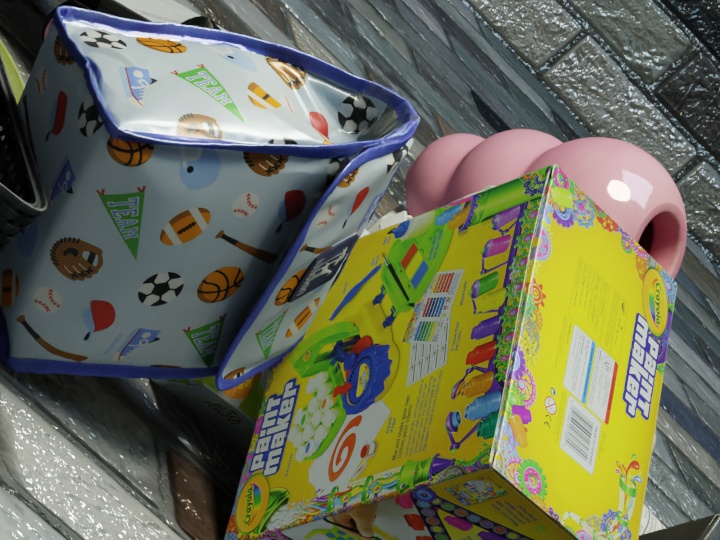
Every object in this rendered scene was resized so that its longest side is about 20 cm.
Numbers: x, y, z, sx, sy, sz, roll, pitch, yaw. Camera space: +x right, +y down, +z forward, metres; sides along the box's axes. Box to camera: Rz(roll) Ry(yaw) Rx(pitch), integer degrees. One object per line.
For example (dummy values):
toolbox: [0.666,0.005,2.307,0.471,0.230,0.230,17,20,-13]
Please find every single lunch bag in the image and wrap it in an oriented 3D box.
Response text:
lunch bag: [-0.082,-0.030,1.415,0.200,0.170,0.124,5,40,-33]

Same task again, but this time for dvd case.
dvd case: [-0.165,-0.185,1.832,0.200,0.018,0.143,32,11,31]

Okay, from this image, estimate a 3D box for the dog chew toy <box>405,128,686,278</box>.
dog chew toy: [0.113,-0.037,1.783,0.200,0.125,0.124,19,-9,37]

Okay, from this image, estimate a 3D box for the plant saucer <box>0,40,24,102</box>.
plant saucer: [-0.275,-0.153,1.593,0.200,0.031,0.200,47,12,-13]

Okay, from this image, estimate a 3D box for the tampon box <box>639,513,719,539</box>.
tampon box: [0.211,0.268,1.641,0.200,0.126,0.150,46,-29,-9]

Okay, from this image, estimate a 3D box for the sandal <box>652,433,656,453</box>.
sandal: [0.156,0.085,1.723,0.200,0.054,0.081,24,63,-60]

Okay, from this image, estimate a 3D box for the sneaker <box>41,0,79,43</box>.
sneaker: [-0.137,-0.103,1.832,0.200,0.070,0.082,39,8,-6]

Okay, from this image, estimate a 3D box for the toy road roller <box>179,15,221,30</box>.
toy road roller: [-0.120,-0.045,1.673,0.123,0.146,0.200,41,52,-34]

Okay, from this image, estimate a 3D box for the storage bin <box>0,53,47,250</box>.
storage bin: [-0.245,-0.082,1.339,0.135,0.094,0.200,40,16,-35]

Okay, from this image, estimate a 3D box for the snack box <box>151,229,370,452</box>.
snack box: [-0.016,0.055,1.616,0.053,0.142,0.200,0,-32,47]

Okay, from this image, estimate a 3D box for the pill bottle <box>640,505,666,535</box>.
pill bottle: [0.151,0.202,1.792,0.200,0.120,0.120,47,12,-8]

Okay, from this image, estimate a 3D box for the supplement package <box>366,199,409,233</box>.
supplement package: [0.027,0.029,1.889,0.117,0.117,0.200,48,12,0]

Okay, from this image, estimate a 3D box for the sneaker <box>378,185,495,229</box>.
sneaker: [0.000,0.000,1.712,0.115,0.200,0.075,33,31,-35]

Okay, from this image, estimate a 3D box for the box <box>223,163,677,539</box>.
box: [0.051,0.078,1.477,0.122,0.192,0.200,41,47,-32]
